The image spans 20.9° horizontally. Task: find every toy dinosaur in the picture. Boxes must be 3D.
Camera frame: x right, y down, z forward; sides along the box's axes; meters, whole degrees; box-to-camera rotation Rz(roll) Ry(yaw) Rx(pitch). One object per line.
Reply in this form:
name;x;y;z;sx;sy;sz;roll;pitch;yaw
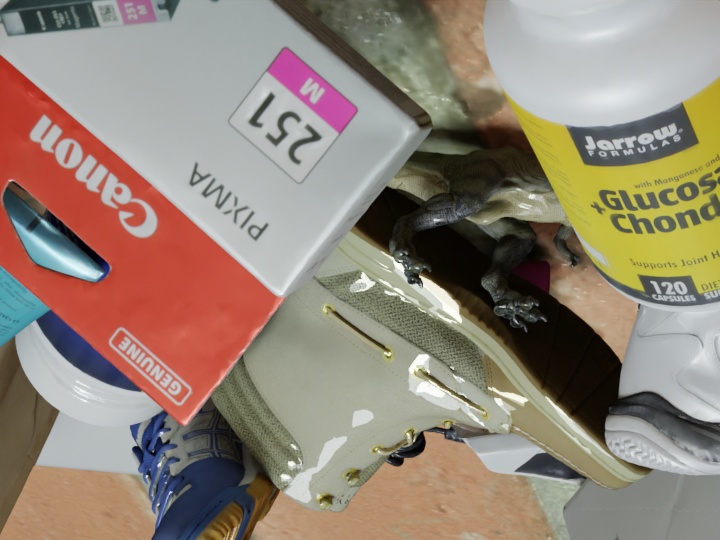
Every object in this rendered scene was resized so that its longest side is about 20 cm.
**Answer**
toy dinosaur;0.055;-0.027;0.905;0.198;0.089;0.048;12;150;4

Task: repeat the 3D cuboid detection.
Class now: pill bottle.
pill bottle;-0.097;-0.009;0.939;0.115;0.116;0.200;22;144;-12
pill bottle;0.114;-0.080;0.776;0.111;0.113;0.200;-3;144;26

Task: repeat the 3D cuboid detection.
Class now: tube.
tube;-0.189;0.012;0.932;0.077;0.051;0.200;36;146;-13

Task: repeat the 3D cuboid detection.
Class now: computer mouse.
computer mouse;0.086;0.080;1.077;0.198;0.110;0.044;8;111;-9

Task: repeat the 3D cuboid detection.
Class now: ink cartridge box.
ink cartridge box;-0.099;-0.058;0.804;0.200;0.044;0.174;40;103;4

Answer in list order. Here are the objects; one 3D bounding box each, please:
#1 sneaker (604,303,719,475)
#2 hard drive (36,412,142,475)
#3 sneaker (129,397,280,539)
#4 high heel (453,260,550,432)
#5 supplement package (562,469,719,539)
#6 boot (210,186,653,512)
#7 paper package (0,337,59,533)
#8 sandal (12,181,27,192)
sneaker;0.209;0.033;0.863;0.198;0.116;0.075;2;-174;11
hard drive;-0.132;0.086;1.183;0.198;0.026;0.132;4;147;18
sneaker;-0.089;0.110;1.018;0.088;0.200;0.076;28;109;2
high heel;0.000;0.000;1.029;0.199;0.097;0.067;26;-171;7
supplement package;0.236;0.157;1.001;0.199;0.152;0.151;25;118;-23
boot;0.033;0.070;0.961;0.199;0.072;0.155;38;122;2
paper package;-0.285;0.073;1.082;0.198;0.192;0.104;14;155;18
sandal;-0.145;-0.086;0.924;0.081;0.055;0.200;20;147;-9
